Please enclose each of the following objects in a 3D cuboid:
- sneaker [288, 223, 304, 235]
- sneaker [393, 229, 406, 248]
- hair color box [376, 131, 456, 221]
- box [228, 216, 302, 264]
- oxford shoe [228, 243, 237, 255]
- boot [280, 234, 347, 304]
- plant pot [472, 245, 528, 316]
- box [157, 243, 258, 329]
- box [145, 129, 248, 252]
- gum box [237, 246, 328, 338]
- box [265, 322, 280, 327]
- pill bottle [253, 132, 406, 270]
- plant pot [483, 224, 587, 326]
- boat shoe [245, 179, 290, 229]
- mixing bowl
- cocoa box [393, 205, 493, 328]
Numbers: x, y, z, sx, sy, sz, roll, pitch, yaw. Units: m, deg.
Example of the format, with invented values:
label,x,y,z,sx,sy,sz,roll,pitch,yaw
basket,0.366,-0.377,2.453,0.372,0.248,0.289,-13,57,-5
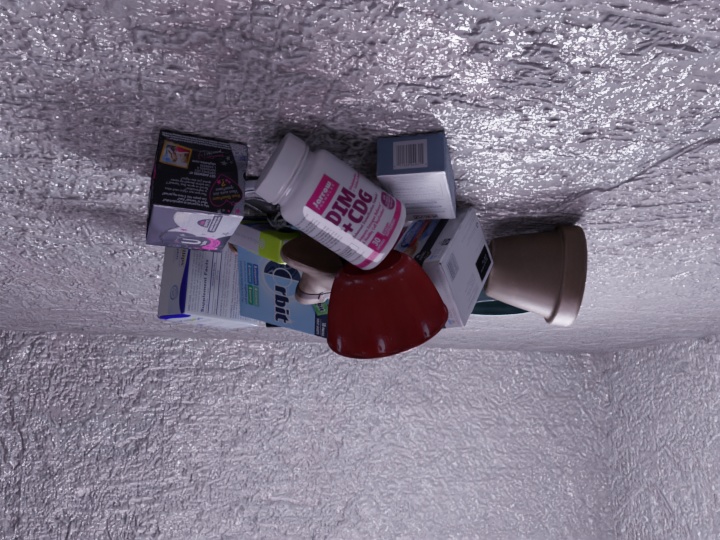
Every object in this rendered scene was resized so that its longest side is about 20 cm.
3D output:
label,x,y,z,sx,sy,sz,roll,pitch,yaw
sneaker,-0.072,-0.095,1.005,0.094,0.081,0.201,-19,144,13
sneaker,0.061,-0.040,1.298,0.196,0.083,0.088,1,172,26
hair color box,0.090,-0.135,0.926,0.097,0.062,0.200,-2,165,13
box,-0.160,-0.060,1.100,0.198,0.049,0.121,21,-162,41
oxford shoe,-0.185,-0.052,1.307,0.197,0.072,0.074,12,135,-32
boot,-0.075,0.009,1.034,0.197,0.071,0.146,4,148,-36
plant pot,0.315,0.020,1.389,0.196,0.137,0.201,0,167,0
box,-0.319,0.021,1.315,0.104,0.188,0.198,-8,163,39
box,-0.253,-0.109,0.928,0.130,0.117,0.200,6,166,-22
gum box,-0.146,0.033,1.210,0.196,0.173,0.045,13,-148,14
box,-0.111,0.057,1.466,0.192,0.120,0.200,-3,-171,13
pill bottle,-0.043,-0.097,0.859,0.198,0.115,0.113,32,156,-18
plant pot,0.340,0.000,1.215,0.171,0.205,0.200,8,167,6
boat shoe,-0.127,-0.103,1.046,0.196,0.070,0.073,11,163,-36
mixing bowl,0.029,0.037,0.935,0.196,0.110,0.201,-13,-158,5
cocoa box,0.140,-0.004,1.106,0.129,0.201,0.135,-8,119,34
